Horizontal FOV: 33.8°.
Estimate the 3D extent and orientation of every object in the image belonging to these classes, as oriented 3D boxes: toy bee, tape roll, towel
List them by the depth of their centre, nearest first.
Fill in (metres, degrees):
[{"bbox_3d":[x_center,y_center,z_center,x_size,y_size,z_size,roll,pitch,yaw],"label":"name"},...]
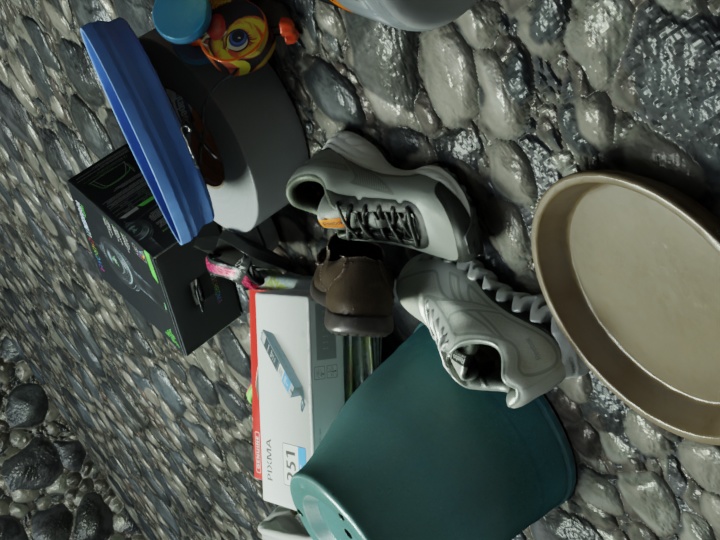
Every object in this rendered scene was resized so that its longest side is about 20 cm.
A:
[{"bbox_3d":[-0.107,-0.199,0.958,0.131,0.107,0.203,-85,-22,-80],"label":"toy bee"},{"bbox_3d":[-0.133,-0.138,1.098,0.200,0.066,0.202,43,154,27],"label":"tape roll"},{"bbox_3d":[-0.046,0.092,1.177,0.199,0.048,0.174,7,98,55],"label":"towel"}]

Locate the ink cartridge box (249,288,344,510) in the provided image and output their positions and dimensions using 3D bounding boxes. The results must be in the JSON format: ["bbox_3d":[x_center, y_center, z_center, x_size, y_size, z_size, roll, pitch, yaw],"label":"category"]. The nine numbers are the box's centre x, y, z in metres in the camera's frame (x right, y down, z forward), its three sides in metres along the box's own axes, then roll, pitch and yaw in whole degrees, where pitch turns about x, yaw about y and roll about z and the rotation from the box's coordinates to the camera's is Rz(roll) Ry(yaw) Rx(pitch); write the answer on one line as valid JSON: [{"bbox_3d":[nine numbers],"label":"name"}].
[{"bbox_3d":[-0.078,0.120,1.147,0.175,0.044,0.204,2,94,55],"label":"ink cartridge box"}]

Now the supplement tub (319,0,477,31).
[{"bbox_3d":[-0.016,-0.223,0.701,0.199,0.122,0.124,30,146,44],"label":"supplement tub"}]

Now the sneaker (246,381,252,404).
[{"bbox_3d":[-0.081,0.165,1.403,0.083,0.077,0.201,22,147,22],"label":"sneaker"}]

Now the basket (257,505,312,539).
[{"bbox_3d":[-0.008,0.306,1.351,0.124,0.135,0.199,56,156,-9],"label":"basket"}]

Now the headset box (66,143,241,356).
[{"bbox_3d":[-0.239,-0.021,1.410,0.199,0.092,0.176,37,151,33],"label":"headset box"}]

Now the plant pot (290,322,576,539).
[{"bbox_3d":[0.049,0.176,1.013,0.200,0.187,0.202,41,152,27],"label":"plant pot"}]

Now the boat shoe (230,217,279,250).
[{"bbox_3d":[-0.167,-0.086,1.215,0.201,0.070,0.071,51,157,1],"label":"boat shoe"}]

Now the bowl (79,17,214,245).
[{"bbox_3d":[-0.180,-0.122,1.019,0.202,0.039,0.201,61,170,19],"label":"bowl"}]

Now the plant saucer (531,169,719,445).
[{"bbox_3d":[0.189,0.020,0.749,0.200,0.029,0.201,43,154,27],"label":"plant saucer"}]

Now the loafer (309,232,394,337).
[{"bbox_3d":[0.000,0.000,0.989,0.200,0.072,0.072,-125,38,-76],"label":"loafer"}]

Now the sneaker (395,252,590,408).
[{"bbox_3d":[0.084,0.043,0.912,0.199,0.081,0.076,26,145,50],"label":"sneaker"}]

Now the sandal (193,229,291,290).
[{"bbox_3d":[-0.125,-0.005,1.189,0.074,0.046,0.199,28,170,-19],"label":"sandal"}]

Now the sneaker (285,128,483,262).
[{"bbox_3d":[0.019,-0.045,0.920,0.199,0.079,0.075,26,142,45],"label":"sneaker"}]
